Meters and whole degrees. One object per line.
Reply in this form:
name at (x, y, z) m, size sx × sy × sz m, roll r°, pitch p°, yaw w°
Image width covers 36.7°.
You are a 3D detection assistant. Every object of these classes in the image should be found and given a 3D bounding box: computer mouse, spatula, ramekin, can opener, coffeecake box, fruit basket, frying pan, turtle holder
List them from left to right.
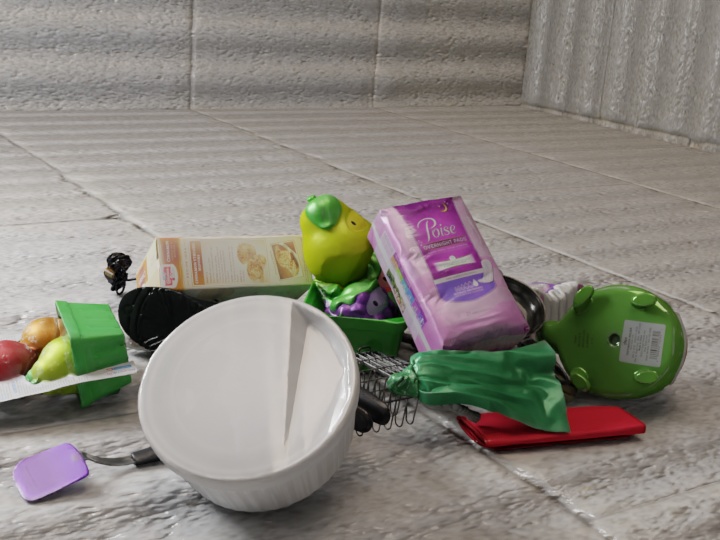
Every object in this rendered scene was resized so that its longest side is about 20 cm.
fruit basket at (-0.358, 0.105, 1.194) m, size 0.199 × 0.094 × 0.185 m, roll -18°, pitch 23°, yaw -18°
spatula at (-0.233, 0.180, 1.044) m, size 0.199 × 0.021 × 0.056 m, roll -5°, pitch 31°, yaw -37°
computer mouse at (-0.258, -0.010, 1.519) m, size 0.199 × 0.044 × 0.110 m, roll -7°, pitch -20°, yaw -7°
coffeecake box at (-0.182, 0.011, 1.425) m, size 0.199 × 0.073 × 0.153 m, roll -2°, pitch -16°, yaw -22°
ramekin at (-0.095, 0.129, 1.001) m, size 0.201 × 0.094 × 0.203 m, roll -5°, pitch 51°, yaw 6°
can opener at (-0.052, 0.109, 1.103) m, size 0.063 × 0.079 × 0.200 m, roll -19°, pitch 38°, yaw -36°
fruit basket at (0.000, 0.000, 1.361) m, size 0.155 × 0.217 × 0.216 m, roll 6°, pitch 16°, yaw 9°
frying pan at (0.199, 0.067, 1.325) m, size 0.190 × 0.031 × 0.115 m, roll 34°, pitch 48°, yaw 25°
turtle holder at (0.309, 0.097, 1.329) m, size 0.185 × 0.142 × 0.132 m, roll -27°, pitch -22°, yaw 25°

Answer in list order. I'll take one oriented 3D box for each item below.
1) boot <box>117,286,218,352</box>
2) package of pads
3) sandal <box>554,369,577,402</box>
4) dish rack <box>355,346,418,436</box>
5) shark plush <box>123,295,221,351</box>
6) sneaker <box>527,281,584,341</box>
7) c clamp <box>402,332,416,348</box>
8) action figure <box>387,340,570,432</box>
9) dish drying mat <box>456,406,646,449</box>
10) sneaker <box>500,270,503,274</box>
boot at (-0.167, 0.062, 1.266) m, size 0.197 × 0.074 × 0.162 m, roll 12°, pitch 4°, yaw 4°
package of pads at (0.101, 0.012, 1.270) m, size 0.120 × 0.076 × 0.201 m, roll -12°, pitch 62°, yaw -24°
sandal at (0.161, 0.122, 1.310) m, size 0.200 × 0.058 × 0.080 m, roll 25°, pitch 15°, yaw 14°
dish rack at (-0.008, 0.137, 1.206) m, size 0.199 × 0.055 × 0.153 m, roll -6°, pitch 21°, yaw -39°
shark plush at (-0.206, 0.064, 1.380) m, size 0.083 × 0.091 × 0.200 m, roll -21°, pitch 1°, yaw 41°
sneaker at (0.234, 0.055, 1.524) m, size 0.088 × 0.081 × 0.200 m, roll 10°, pitch 11°, yaw 40°
c clamp at (0.035, 0.075, 1.471) m, size 0.199 × 0.027 × 0.171 m, roll 14°, pitch 19°, yaw 26°
action figure at (0.122, 0.124, 1.174) m, size 0.199 × 0.055 × 0.118 m, roll 6°, pitch 47°, yaw -20°
dish drying mat at (0.212, 0.173, 1.205) m, size 0.199 × 0.018 × 0.077 m, roll -2°, pitch 17°, yaw -20°
sneaker at (0.123, 0.020, 1.592) m, size 0.199 × 0.079 × 0.079 m, roll -2°, pitch 8°, yaw -40°
